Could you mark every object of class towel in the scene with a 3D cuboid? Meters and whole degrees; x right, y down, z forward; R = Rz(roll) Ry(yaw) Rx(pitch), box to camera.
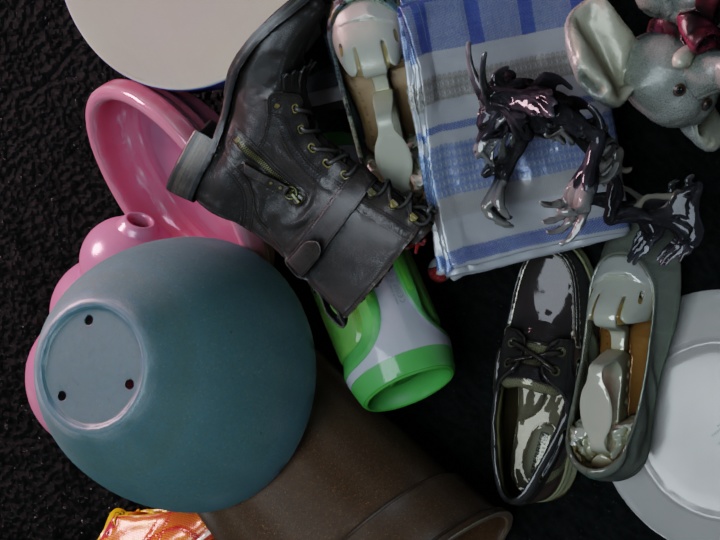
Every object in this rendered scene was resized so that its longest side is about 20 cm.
[{"bbox_3d":[0.108,-0.103,1.380,0.147,0.024,0.200,-12,100,-11],"label":"towel"}]

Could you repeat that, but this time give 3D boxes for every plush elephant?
[{"bbox_3d":[0.228,-0.164,1.325,0.200,0.165,0.155,0,85,52],"label":"plush elephant"}]

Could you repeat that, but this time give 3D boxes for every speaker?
[{"bbox_3d":[0.000,0.000,1.464,0.088,0.088,0.200,-32,67,25],"label":"speaker"}]

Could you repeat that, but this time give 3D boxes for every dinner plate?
[{"bbox_3d":[0.263,0.114,1.424,0.200,0.024,0.201,4,101,23],"label":"dinner plate"}]

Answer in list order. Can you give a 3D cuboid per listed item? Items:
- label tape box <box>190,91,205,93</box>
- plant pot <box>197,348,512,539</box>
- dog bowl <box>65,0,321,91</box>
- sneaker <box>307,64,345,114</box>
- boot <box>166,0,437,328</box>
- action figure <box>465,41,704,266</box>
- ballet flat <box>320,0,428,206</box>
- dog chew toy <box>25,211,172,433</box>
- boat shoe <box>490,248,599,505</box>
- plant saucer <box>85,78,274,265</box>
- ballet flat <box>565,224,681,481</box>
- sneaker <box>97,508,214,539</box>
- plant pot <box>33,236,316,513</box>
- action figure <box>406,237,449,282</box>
[{"bbox_3d":[-0.105,-0.254,1.507,0.200,0.066,0.143,-44,80,21],"label":"label tape box"},{"bbox_3d":[-0.024,0.177,1.480,0.198,0.200,0.200,48,114,20],"label":"plant pot"},{"bbox_3d":[-0.118,-0.230,1.438,0.200,0.079,0.200,3,99,22],"label":"dog bowl"},{"bbox_3d":[0.025,-0.195,1.445,0.200,0.084,0.121,-20,95,17],"label":"sneaker"},{"bbox_3d":[-0.022,-0.079,1.365,0.174,0.069,0.200,32,114,1],"label":"boot"},{"bbox_3d":[0.134,-0.066,1.320,0.200,0.119,0.102,32,89,-21],"label":"action figure"},{"bbox_3d":[0.017,-0.129,1.392,0.074,0.074,0.200,-10,108,25],"label":"ballet flat"},{"bbox_3d":[-0.192,0.044,1.546,0.124,0.125,0.200,27,121,18],"label":"dog chew toy"},{"bbox_3d":[0.134,0.078,1.451,0.073,0.065,0.200,5,99,25],"label":"boat shoe"},{"bbox_3d":[-0.129,-0.065,1.507,0.200,0.051,0.201,41,153,26],"label":"plant saucer"},{"bbox_3d":[0.186,0.052,1.408,0.067,0.064,0.200,8,92,34],"label":"ballet flat"},{"bbox_3d":[-0.170,0.219,1.608,0.200,0.073,0.077,-30,76,22],"label":"sneaker"},{"bbox_3d":[-0.149,0.070,1.381,0.200,0.135,0.200,-3,84,26],"label":"plant pot"},{"bbox_3d":[0.100,-0.064,1.426,0.065,0.099,0.200,32,113,-1],"label":"action figure"}]
